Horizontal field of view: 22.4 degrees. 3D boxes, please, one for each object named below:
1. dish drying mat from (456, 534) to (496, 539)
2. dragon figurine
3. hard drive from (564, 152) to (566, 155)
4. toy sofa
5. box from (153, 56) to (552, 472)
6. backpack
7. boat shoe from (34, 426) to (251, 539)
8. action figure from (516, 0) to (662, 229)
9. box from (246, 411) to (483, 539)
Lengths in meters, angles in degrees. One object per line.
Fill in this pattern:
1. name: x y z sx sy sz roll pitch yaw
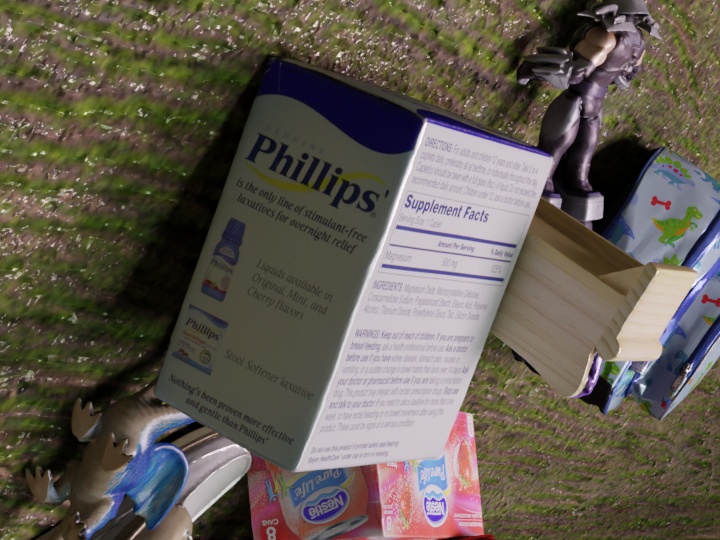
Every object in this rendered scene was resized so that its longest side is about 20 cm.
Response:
1. dish drying mat: 0.001 0.217 1.316 0.198 0.018 0.077 -12 170 -1
2. dragon figurine: -0.142 0.119 1.079 0.099 0.059 0.201 -5 130 -58
3. hard drive: 0.074 0.006 1.317 0.199 0.033 0.140 -36 154 -28
4. toy sofa: 0.099 -0.010 1.127 0.098 0.199 0.083 -60 155 13
5. box: 0.000 0.000 1.029 0.183 0.104 0.202 6 106 -63
6. backpack: 0.234 0.014 1.453 0.201 0.146 0.183 -60 172 7
7. boat shoe: -0.139 0.175 1.157 0.199 0.068 0.075 -36 154 -27
8. action figure: 0.145 -0.111 1.222 0.129 0.069 0.202 1 113 -52
9. box: 0.006 0.148 1.292 0.102 0.096 0.200 -9 169 22
